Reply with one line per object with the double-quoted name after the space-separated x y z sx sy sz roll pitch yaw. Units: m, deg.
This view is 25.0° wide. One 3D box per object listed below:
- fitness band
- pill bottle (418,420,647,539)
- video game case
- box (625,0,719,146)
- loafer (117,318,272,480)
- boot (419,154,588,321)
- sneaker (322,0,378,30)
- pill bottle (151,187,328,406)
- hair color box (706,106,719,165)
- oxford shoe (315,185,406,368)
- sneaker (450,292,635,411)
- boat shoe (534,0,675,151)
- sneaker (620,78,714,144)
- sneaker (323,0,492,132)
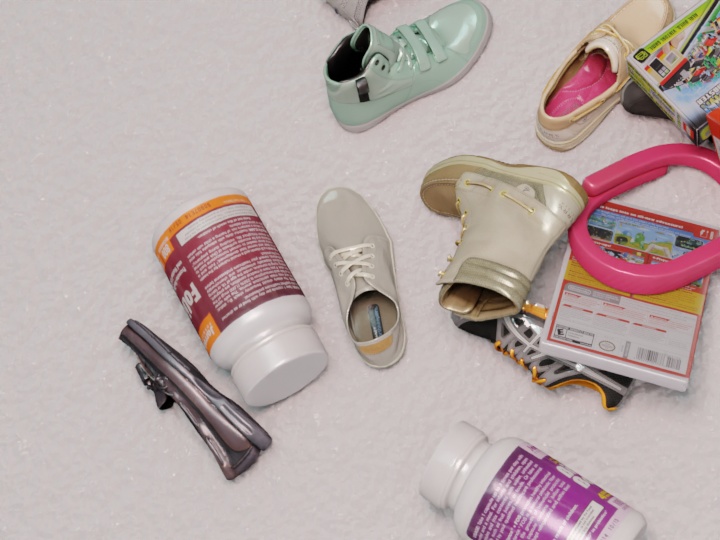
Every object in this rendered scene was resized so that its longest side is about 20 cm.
0.295 -0.051 1.584 0.198 0.038 0.144 -24 59 -21 "fitness band"
0.157 0.226 1.512 0.199 0.112 0.113 31 81 18 "pill bottle"
0.261 0.017 1.558 0.141 0.018 0.201 15 51 9 "video game case"
0.369 -0.222 1.573 0.199 0.035 0.110 -37 63 -5 "box"
-0.179 0.129 1.636 0.199 0.072 0.063 39 87 17 "loafer"
0.109 -0.031 1.579 0.199 0.072 0.155 8 58 44 "boot"
0.047 -0.337 1.747 0.199 0.075 0.082 -38 83 5 "sneaker"
-0.119 0.028 1.631 0.113 0.114 0.201 -31 69 0 "pill bottle"
0.437 -0.141 1.537 0.199 0.112 0.064 -31 33 -8 "hair color box"
0.000 0.000 1.646 0.074 0.058 0.202 -18 68 8 "oxford shoe"
0.178 0.075 1.578 0.198 0.078 0.078 17 86 17 "sneaker"
0.252 -0.212 1.656 0.073 0.069 0.201 36 82 19 "boat shoe"
0.358 -0.161 1.616 0.197 0.075 0.080 1 75 12 "sneaker"
0.050 -0.229 1.676 0.200 0.118 0.074 -37 68 -3 "sneaker"
